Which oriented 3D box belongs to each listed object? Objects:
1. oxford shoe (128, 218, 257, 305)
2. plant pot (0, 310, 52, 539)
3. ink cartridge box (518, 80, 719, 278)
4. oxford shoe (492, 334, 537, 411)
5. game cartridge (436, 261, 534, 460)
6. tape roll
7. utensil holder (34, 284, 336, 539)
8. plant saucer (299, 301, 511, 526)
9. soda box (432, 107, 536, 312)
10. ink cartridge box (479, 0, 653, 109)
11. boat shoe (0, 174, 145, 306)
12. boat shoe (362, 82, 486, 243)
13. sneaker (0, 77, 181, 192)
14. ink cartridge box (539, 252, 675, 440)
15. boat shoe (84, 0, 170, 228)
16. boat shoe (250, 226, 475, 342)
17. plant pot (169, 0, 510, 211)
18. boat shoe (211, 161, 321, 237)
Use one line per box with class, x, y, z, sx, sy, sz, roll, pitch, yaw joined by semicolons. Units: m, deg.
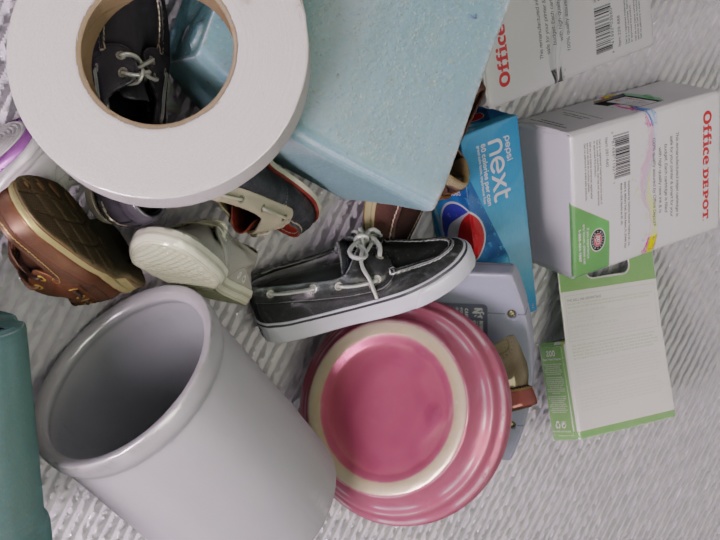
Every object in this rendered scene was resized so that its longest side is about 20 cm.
oxford shoe;-0.127;-0.016;0.995;0.200;0.075;0.058;42;62;-75
plant pot;-0.310;0.132;0.897;0.199;0.200;0.197;-4;102;-33
ink cartridge box;0.258;-0.094;1.262;0.199;0.084;0.146;-18;114;-28
oxford shoe;0.061;0.104;1.165;0.070;0.199;0.075;5;74;-69
game cartridge;0.096;0.084;1.191;0.132;0.042;0.201;1;116;7
tape roll;-0.132;-0.143;0.849;0.202;0.037;0.204;0;82;-1
utensil holder;-0.136;0.139;1.028;0.170;0.170;0.200;-47;129;-12
plant saucer;0.031;0.121;1.111;0.201;0.200;0.051;-65;154;2
soda box;0.112;-0.048;1.192;0.068;0.064;0.201;-23;118;-26
ink cartridge box;0.158;-0.247;1.139;0.199;0.084;0.147;-23;118;-26
boat shoe;-0.219;-0.010;0.926;0.067;0.072;0.200;-31;165;1
boat shoe;0.059;-0.087;1.101;0.072;0.072;0.201;-33;149;-51
sneaker;-0.213;-0.086;0.947;0.200;0.075;0.100;-46;125;-12
ink cartridge box;0.256;0.068;1.346;0.145;0.048;0.201;-7;87;-33
boat shoe;-0.157;-0.129;0.902;0.072;0.063;0.201;-4;101;-38
boat shoe;-0.001;-0.001;1.102;0.198;0.074;0.068;-15;120;4
plant pot;-0.033;-0.176;0.968;0.199;0.196;0.197;21;88;-22
boat shoe;-0.087;-0.060;1.010;0.063;0.071;0.200;-67;160;-9
